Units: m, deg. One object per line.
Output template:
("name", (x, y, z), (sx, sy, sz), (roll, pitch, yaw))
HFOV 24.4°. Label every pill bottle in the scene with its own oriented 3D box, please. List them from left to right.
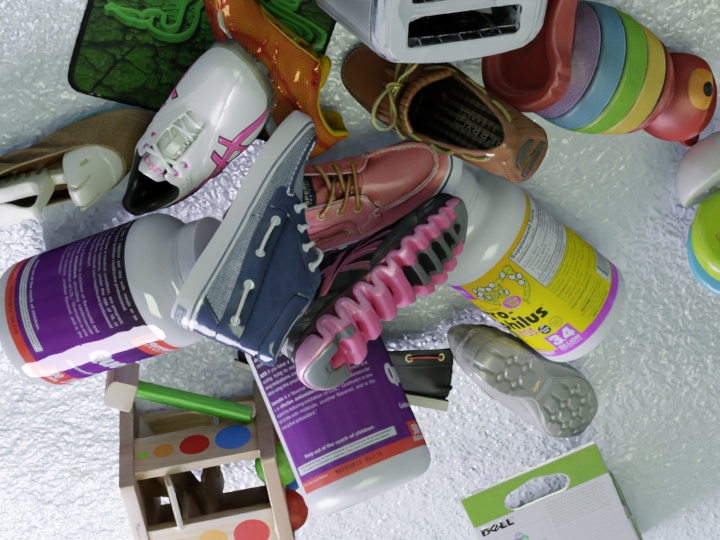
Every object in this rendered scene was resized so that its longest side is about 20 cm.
("pill bottle", (-0.197, 0.021, 1.378), (0.199, 0.113, 0.113), (-17, 125, 26))
("pill bottle", (-0.026, 0.096, 1.404), (0.112, 0.112, 0.201), (-23, 82, 5))
("pill bottle", (0.130, -0.011, 1.448), (0.200, 0.104, 0.104), (36, 110, -26))

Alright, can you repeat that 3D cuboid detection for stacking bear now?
("stacking bear", (0.210, -0.160, 1.372), (0.199, 0.114, 0.122), (14, 75, -29))

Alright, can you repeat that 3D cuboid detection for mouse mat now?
("mouse mat", (-0.125, -0.193, 1.354), (0.199, 0.008, 0.161), (12, 118, -17))

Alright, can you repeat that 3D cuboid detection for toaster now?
("toaster", (0.051, -0.228, 1.264), (0.199, 0.129, 0.114), (-10, 125, -24))

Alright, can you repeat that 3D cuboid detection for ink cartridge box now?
("ink cartridge box", (0.189, 0.245, 1.631), (0.147, 0.076, 0.200), (-23, 121, 5))

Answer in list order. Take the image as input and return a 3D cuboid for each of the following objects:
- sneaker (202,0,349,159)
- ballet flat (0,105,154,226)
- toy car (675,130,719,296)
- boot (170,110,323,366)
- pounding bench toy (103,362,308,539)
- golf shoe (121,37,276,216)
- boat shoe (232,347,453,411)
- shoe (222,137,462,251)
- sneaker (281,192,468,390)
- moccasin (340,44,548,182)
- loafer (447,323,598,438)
("sneaker", (-0.070, -0.175, 1.336), (0.077, 0.073, 0.200), (-28, 132, 3))
("ballet flat", (-0.257, -0.074, 1.364), (0.199, 0.072, 0.068), (-16, 132, 0))
("toy car", (0.366, -0.044, 1.446), (0.199, 0.175, 0.150), (-29, 166, -16))
("boot", (-0.061, -0.024, 1.294), (0.090, 0.073, 0.201), (27, 71, 4))
("pounding bench toy", (-0.135, 0.159, 1.492), (0.155, 0.124, 0.201), (-11, 122, -1))
("golf shoe", (-0.129, -0.103, 1.305), (0.073, 0.092, 0.200), (41, 145, 1))
("boat shoe", (-0.014, 0.083, 1.509), (0.200, 0.074, 0.063), (8, 88, -5))
("shoe", (-0.017, -0.060, 1.373), (0.200, 0.072, 0.091), (-24, 162, 27))
("sneaker", (0.000, 0.000, 1.333), (0.200, 0.095, 0.079), (-43, 143, -17))
("moccasin", (0.055, -0.130, 1.318), (0.078, 0.201, 0.074), (24, 103, -52))
("loafer", (0.152, 0.098, 1.540), (0.070, 0.070, 0.200), (-52, 135, 1))
